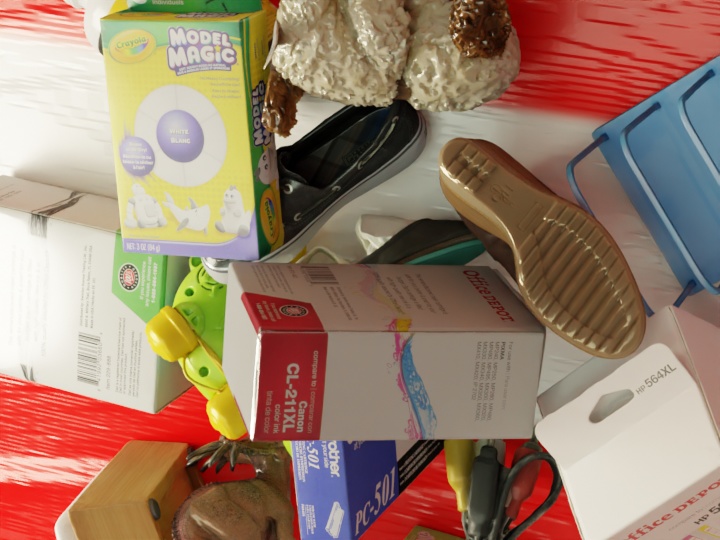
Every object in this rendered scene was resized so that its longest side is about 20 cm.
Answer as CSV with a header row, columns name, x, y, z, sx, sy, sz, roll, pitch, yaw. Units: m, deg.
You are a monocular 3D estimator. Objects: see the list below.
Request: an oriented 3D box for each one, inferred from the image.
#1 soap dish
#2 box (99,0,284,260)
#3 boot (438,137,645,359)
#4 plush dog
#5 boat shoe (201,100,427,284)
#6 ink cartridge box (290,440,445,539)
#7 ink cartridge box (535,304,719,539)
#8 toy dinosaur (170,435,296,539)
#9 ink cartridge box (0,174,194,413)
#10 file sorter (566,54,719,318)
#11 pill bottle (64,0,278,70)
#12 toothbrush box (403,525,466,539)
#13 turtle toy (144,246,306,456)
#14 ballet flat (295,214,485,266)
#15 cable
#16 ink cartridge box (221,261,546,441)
name,x,y,z,sx,sy,sz,roll,pitch,yaw
soap dish,-0.164,0.230,1.562,0.081,0.200,0.159,-20,97,10
box,-0.120,-0.111,1.388,0.116,0.048,0.202,3,107,23
boot,0.136,-0.010,1.355,0.072,0.166,0.200,-42,71,5
plush dog,0.028,-0.160,1.350,0.170,0.200,0.162,11,85,1
boat shoe,-0.042,-0.067,1.440,0.199,0.066,0.070,-32,55,6
ink cartridge box,0.010,0.120,1.442,0.044,0.200,0.095,2,108,23
ink cartridge box,0.226,0.125,1.334,0.128,0.199,0.126,-39,49,29
toy dinosaur,-0.103,0.189,1.514,0.085,0.200,0.136,-31,90,32
ink cartridge box,-0.231,0.015,1.579,0.198,0.084,0.147,14,111,19
file sorter,0.258,-0.072,1.319,0.199,0.123,0.140,-31,92,28
pill bottle,-0.137,-0.186,1.460,0.200,0.111,0.112,39,117,9
toothbrush box,0.111,0.305,1.523,0.198,0.086,0.147,14,112,17
turtle toy,-0.069,0.067,1.509,0.145,0.101,0.201,-38,88,-12
ballet flat,0.000,0.000,1.445,0.199,0.068,0.069,-30,75,-11
cable,0.098,0.206,1.473,0.096,0.050,0.202,9,80,7
ink cartridge box,0.013,0.055,1.347,0.198,0.146,0.084,1,107,-13
